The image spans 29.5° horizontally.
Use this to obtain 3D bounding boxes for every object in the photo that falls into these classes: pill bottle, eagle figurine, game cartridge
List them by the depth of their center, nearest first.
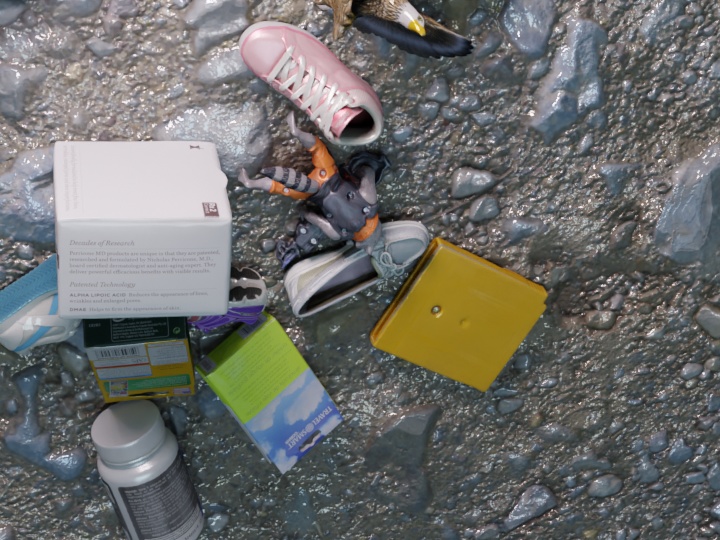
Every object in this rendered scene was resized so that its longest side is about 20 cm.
[{"bbox_3d":[0.046,-0.315,1.573,0.198,0.153,0.151,-14,174,-40],"label":"eagle figurine"},{"bbox_3d":[-0.289,0.279,1.843,0.112,0.114,0.202,-16,124,-4],"label":"pill bottle"},{"bbox_3d":[0.138,0.063,1.869,0.198,0.033,0.177,23,113,-28],"label":"game cartridge"}]

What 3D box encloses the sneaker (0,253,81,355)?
[{"bbox_3d":[-0.370,0.034,1.703,0.198,0.077,0.081,-28,132,11],"label":"sneaker"}]

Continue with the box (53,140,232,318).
[{"bbox_3d":[-0.257,-0.052,1.596,0.197,0.200,0.132,-1,121,-13],"label":"box"}]

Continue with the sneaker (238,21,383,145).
[{"bbox_3d":[-0.051,-0.215,1.605,0.199,0.105,0.076,30,112,-26],"label":"sneaker"}]

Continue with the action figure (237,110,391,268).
[{"bbox_3d":[-0.058,-0.076,1.692,0.192,0.105,0.201,33,108,-19],"label":"action figure"}]

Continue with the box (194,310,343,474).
[{"bbox_3d":[-0.119,0.164,1.834,0.122,0.048,0.201,-40,123,-11],"label":"box"}]

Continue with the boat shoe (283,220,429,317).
[{"bbox_3d":[-0.001,-0.001,1.763,0.200,0.065,0.075,-21,139,1],"label":"boat shoe"}]

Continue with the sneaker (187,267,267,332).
[{"bbox_3d":[-0.219,0.048,1.744,0.197,0.081,0.084,3,133,-12],"label":"sneaker"}]

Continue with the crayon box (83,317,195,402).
[{"bbox_3d":[-0.277,0.107,1.734,0.124,0.052,0.201,-5,155,-6],"label":"crayon box"}]
